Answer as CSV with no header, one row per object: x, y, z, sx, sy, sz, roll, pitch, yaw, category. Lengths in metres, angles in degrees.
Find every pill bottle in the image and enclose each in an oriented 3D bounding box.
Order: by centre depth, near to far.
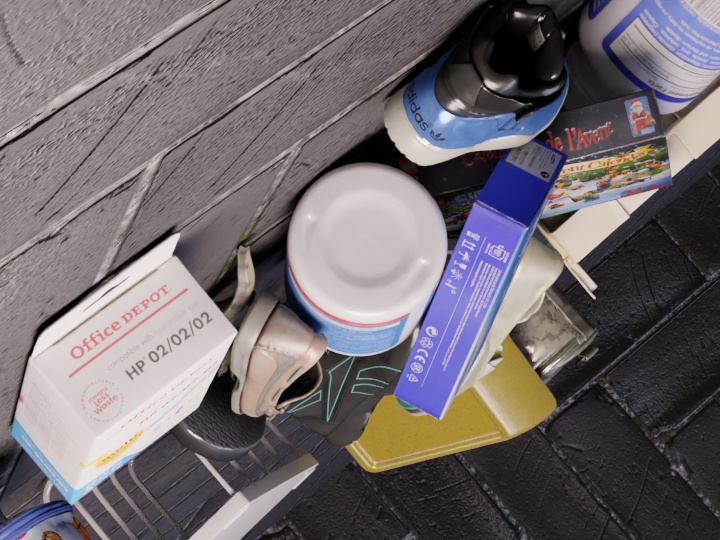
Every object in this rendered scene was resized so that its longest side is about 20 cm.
0.000,0.000,1.584,0.112,0.112,0.200,-39,172,-11,pill bottle
0.236,-0.190,1.670,0.112,0.112,0.200,-32,170,-48,pill bottle

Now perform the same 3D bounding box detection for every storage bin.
0.219,-0.103,1.830,0.200,0.094,0.199,-41,-154,6,storage bin

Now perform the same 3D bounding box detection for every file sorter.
-0.146,0.171,1.785,0.139,0.125,0.200,-43,173,13,file sorter

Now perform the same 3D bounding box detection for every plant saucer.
0.038,0.099,1.864,0.199,0.200,0.049,-17,-136,24,plant saucer

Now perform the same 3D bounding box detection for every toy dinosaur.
-0.110,0.049,1.579,0.200,0.048,0.088,-49,163,29,toy dinosaur

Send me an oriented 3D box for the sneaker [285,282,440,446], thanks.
-0.003,0.068,1.747,0.200,0.079,0.076,-53,-164,41,sneaker

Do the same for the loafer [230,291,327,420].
-0.056,0.074,1.603,0.072,0.062,0.200,-63,173,-15,loafer

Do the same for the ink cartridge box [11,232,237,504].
-0.148,0.064,1.376,0.115,0.068,0.200,-38,172,-22,ink cartridge box

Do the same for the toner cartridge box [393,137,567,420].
0.085,0.005,1.583,0.095,0.043,0.201,-55,170,-47,toner cartridge box

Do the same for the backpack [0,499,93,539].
-0.258,0.235,1.498,0.190,0.155,0.200,-33,179,3,backpack

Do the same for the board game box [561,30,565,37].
0.094,-0.122,1.678,0.095,0.030,0.200,-38,169,-16,board game box

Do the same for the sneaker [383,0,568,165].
0.109,-0.135,1.480,0.111,0.077,0.199,-35,171,38,sneaker

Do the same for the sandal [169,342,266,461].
-0.107,0.106,1.707,0.043,0.076,0.200,-43,-179,17,sandal

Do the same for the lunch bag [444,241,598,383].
0.101,0.031,1.963,0.168,0.200,0.139,-42,176,41,lunch bag

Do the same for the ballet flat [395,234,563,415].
0.096,0.045,1.729,0.069,0.069,0.200,-32,162,-48,ballet flat

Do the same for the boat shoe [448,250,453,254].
0.035,-0.002,1.843,0.074,0.086,0.202,-35,171,-36,boat shoe

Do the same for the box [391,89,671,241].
0.131,-0.074,1.659,0.198,0.038,0.137,-14,166,7,box
